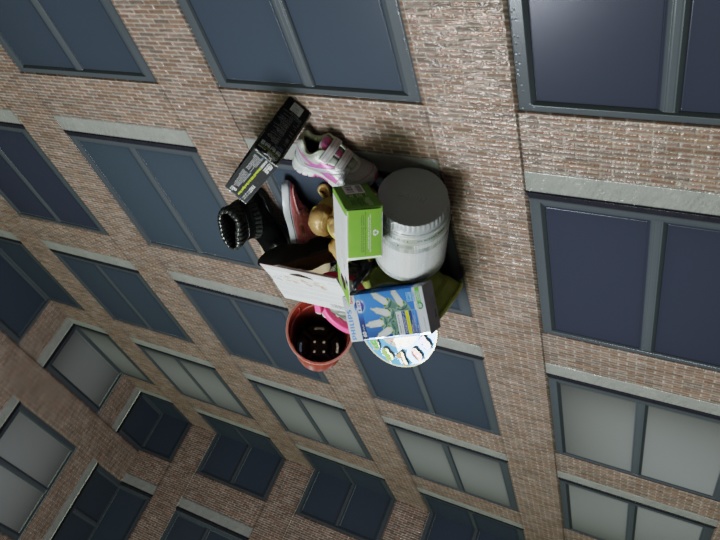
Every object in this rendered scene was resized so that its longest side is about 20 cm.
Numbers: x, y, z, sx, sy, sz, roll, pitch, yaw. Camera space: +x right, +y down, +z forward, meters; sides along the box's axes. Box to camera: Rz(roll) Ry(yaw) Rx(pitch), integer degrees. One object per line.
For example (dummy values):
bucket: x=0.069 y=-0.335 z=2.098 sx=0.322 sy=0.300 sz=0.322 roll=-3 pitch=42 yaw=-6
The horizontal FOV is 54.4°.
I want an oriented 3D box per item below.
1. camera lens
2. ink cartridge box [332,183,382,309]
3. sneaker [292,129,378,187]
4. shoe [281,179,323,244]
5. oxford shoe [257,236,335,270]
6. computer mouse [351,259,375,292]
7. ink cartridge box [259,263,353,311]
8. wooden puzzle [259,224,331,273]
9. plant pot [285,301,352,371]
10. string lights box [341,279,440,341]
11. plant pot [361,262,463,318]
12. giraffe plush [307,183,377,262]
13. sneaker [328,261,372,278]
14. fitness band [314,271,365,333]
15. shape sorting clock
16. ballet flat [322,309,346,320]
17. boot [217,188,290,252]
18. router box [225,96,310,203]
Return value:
camera lens: x=0.104 y=-0.088 z=1.436 sx=0.156 sy=0.162 sz=0.202 roll=19 pitch=149 yaw=14
ink cartridge box: x=-0.005 y=-0.051 z=1.386 sx=0.073 sy=0.148 sz=0.206 roll=-6 pitch=114 yaw=-10
sneaker: x=-0.056 y=-0.227 z=1.439 sx=0.195 sy=0.083 sz=0.089 roll=18 pitch=149 yaw=13
shoe: x=-0.132 y=-0.130 z=1.676 sx=0.088 sy=0.072 sz=0.204 roll=-6 pitch=128 yaw=4
oxford shoe: x=-0.149 y=-0.023 z=1.676 sx=0.194 sy=0.073 sz=0.072 roll=-10 pitch=134 yaw=9
computer mouse: x=0.000 y=0.000 z=1.592 sx=0.034 sy=0.200 sz=0.059 roll=34 pitch=108 yaw=-1
ink cartridge box: x=-0.110 y=0.025 z=1.590 sx=0.195 sy=0.046 sz=0.177 roll=12 pitch=155 yaw=21
wooden puzzle: x=-0.168 y=-0.053 z=1.846 sx=0.194 sy=0.047 sz=0.187 roll=16 pitch=149 yaw=11
plant pot: x=-0.119 y=0.199 z=2.058 sx=0.196 sy=0.205 sz=0.196 roll=24 pitch=159 yaw=5
string lights box: x=0.065 y=0.088 z=1.494 sx=0.195 sy=0.059 sz=0.106 roll=-9 pitch=98 yaw=30
plant pot: x=0.108 y=0.041 z=1.631 sx=0.184 sy=0.201 sz=0.200 roll=41 pitch=150 yaw=-1
giraffe plush: x=-0.046 y=-0.117 z=1.564 sx=0.159 sy=0.178 sz=0.198 roll=20 pitch=-174 yaw=32
sneaker: x=-0.047 y=0.014 z=1.759 sx=0.086 sy=0.080 sz=0.198 roll=-7 pitch=-178 yaw=-30
fitness band: x=-0.047 y=0.078 z=1.705 sx=0.140 sy=0.038 sz=0.203 roll=19 pitch=141 yaw=18
shape sorting clock: x=0.080 y=0.122 z=1.553 sx=0.195 sy=0.039 sz=0.206 roll=12 pitch=113 yaw=28
ballet flat: x=-0.072 y=0.116 z=1.956 sx=0.197 sy=0.065 sz=0.067 roll=31 pitch=-178 yaw=9
boot: x=-0.257 y=-0.084 z=1.698 sx=0.078 sy=0.159 sz=0.215 roll=-18 pitch=111 yaw=29
router box: x=-0.195 y=-0.246 z=1.457 sx=0.061 sy=0.152 sz=0.199 roll=35 pitch=150 yaw=-14
